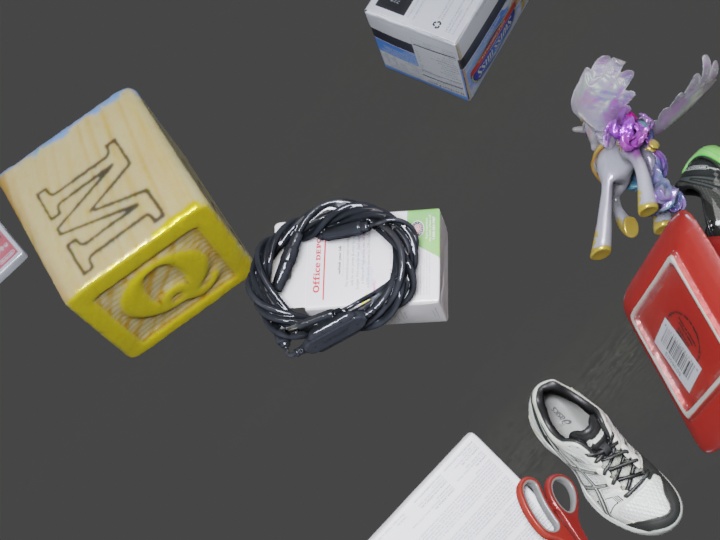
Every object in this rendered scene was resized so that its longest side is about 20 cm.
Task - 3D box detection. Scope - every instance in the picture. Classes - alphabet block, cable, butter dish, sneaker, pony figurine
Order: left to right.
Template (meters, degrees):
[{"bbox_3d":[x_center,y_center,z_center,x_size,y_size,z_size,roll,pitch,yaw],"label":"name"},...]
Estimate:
[{"bbox_3d":[-0.271,-0.054,1.419,0.196,0.196,0.201,-36,62,-1],"label":"alphabet block"},{"bbox_3d":[-0.028,-0.002,1.342,0.199,0.051,0.164,-30,60,4],"label":"cable"},{"bbox_3d":[0.246,0.192,1.236,0.076,0.088,0.200,-45,66,-9],"label":"sneaker"},{"bbox_3d":[0.297,-0.139,1.323,0.165,0.193,0.202,4,63,-20],"label":"pony figurine"},{"bbox_3d":[0.385,0.051,1.228,0.146,0.200,0.201,-16,63,-19],"label":"butter dish"},{"bbox_3d":[0.421,-0.046,1.312,0.084,0.077,0.201,-42,59,13],"label":"sneaker"}]

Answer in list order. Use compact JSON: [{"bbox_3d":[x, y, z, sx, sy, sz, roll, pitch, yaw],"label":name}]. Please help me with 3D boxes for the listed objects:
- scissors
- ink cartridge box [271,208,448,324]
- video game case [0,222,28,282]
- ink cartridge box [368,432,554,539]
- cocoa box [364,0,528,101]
[{"bbox_3d":[0.225,0.295,1.216,0.073,0.014,0.201,-12,64,-33],"label":"scissors"},{"bbox_3d":[0.000,0.000,1.393,0.197,0.067,0.118,-3,68,13],"label":"ink cartridge box"},{"bbox_3d":[-0.543,-0.034,1.576,0.143,0.017,0.200,-44,64,-6],"label":"video game case"},{"bbox_3d":[0.131,0.297,1.254,0.200,0.050,0.161,44,83,8],"label":"ink cartridge box"},{"bbox_3d":[0.118,-0.339,1.474,0.132,0.131,0.201,25,75,22],"label":"cocoa box"}]
